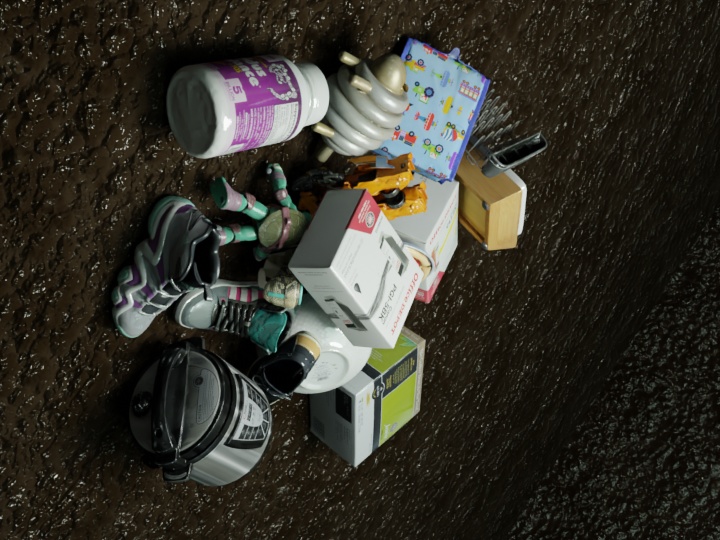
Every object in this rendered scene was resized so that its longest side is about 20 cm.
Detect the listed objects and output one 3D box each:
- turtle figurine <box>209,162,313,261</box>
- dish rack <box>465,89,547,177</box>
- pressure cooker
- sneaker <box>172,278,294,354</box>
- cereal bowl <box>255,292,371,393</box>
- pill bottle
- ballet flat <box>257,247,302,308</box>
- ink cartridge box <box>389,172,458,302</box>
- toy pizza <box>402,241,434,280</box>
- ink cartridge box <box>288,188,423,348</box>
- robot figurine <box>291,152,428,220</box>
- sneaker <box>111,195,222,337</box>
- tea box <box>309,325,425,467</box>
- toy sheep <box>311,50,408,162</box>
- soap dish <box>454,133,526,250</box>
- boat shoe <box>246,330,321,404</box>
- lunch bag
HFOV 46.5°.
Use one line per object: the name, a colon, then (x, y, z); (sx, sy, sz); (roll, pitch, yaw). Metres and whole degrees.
turtle figurine: (-0.132, -0.076, 1.201); (0.198, 0.100, 0.152); (2, 109, -45)
dish rack: (0.208, -0.254, 1.429); (0.153, 0.201, 0.055); (-26, 165, -43)
pressure cooker: (-0.238, 0.210, 1.210); (0.179, 0.176, 0.200); (-46, 145, -5)
sneaker: (-0.170, 0.074, 1.241); (0.199, 0.120, 0.085); (-5, 121, -52)
cereal bowl: (-0.069, 0.134, 1.381); (0.197, 0.084, 0.202); (-10, 132, -11)
pill bottle: (-0.136, -0.213, 1.064); (0.199, 0.112, 0.114); (-22, 133, -44)
ballet flat: (-0.118, 0.005, 1.282); (0.200, 0.074, 0.069); (-85, -178, -74)
ink cartridge box: (0.112, -0.060, 1.499); (0.146, 0.082, 0.201); (-60, 160, -26)
toy pizza: (0.026, 0.002, 1.408); (0.200, 0.197, 0.032); (43, 43, -57)
ink cartridge box: (0.000, 0.000, 1.242); (0.200, 0.082, 0.148); (52, 51, -40)
robot figurine: (-0.004, -0.119, 1.278); (0.145, 0.197, 0.059); (59, 32, -50)
sneaker: (-0.239, 0.018, 1.081); (0.077, 0.139, 0.202); (7, 110, -55)
tea box: (0.012, 0.221, 1.598); (0.196, 0.133, 0.202); (-32, 139, -35)
toy sheep: (-0.006, -0.235, 1.218); (0.200, 0.139, 0.137); (-42, 158, 31)
soap dish: (0.206, -0.144, 1.504); (0.081, 0.200, 0.158); (-31, 148, -16)
boat shoe: (-0.131, 0.166, 1.310); (0.200, 0.074, 0.063); (-43, -166, 41)
lunch bag: (0.110, -0.261, 1.326); (0.094, 0.149, 0.202); (-151, -95, -83)
